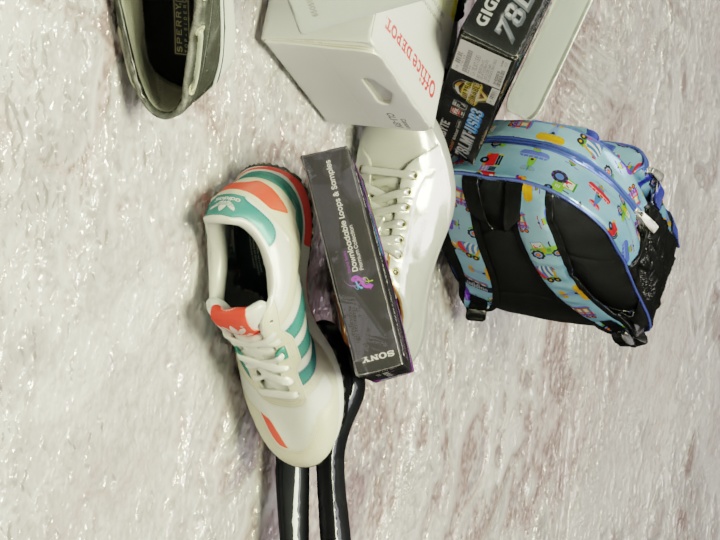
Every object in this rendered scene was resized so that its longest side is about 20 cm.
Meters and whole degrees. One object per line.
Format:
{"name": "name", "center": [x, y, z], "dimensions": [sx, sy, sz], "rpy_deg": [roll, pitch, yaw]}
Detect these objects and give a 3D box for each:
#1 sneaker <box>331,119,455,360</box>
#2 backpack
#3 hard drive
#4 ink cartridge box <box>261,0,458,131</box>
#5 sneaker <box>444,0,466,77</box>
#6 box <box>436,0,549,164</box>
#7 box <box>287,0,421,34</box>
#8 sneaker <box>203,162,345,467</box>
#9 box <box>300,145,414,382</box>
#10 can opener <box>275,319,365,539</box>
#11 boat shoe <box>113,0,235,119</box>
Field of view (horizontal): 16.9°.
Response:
{"name": "sneaker", "center": [0.021, -0.022, 1.717], "dimensions": [0.085, 0.073, 0.200], "rpy_deg": [-21, 115, -69]}
{"name": "backpack", "center": [0.141, -0.049, 1.873], "dimensions": [0.135, 0.182, 0.200], "rpy_deg": [-66, 148, -23]}
{"name": "hard drive", "center": [0.143, -0.174, 1.773], "dimensions": [0.200, 0.026, 0.132], "rpy_deg": [-56, 171, -85]}
{"name": "ink cartridge box", "center": [0.010, -0.213, 1.640], "dimensions": [0.145, 0.083, 0.200], "rpy_deg": [47, 50, -63]}
{"name": "sneaker", "center": [0.065, -0.229, 1.772], "dimensions": [0.076, 0.087, 0.200], "rpy_deg": [-43, 134, -62]}
{"name": "box", "center": [0.115, -0.200, 1.732], "dimensions": [0.200, 0.050, 0.199], "rpy_deg": [-64, 179, -19]}
{"name": "box", "center": [0.021, -0.286, 1.441], "dimensions": [0.200, 0.199, 0.172], "rpy_deg": [69, 8, -45]}
{"name": "sneaker", "center": [-0.065, 0.038, 1.527], "dimensions": [0.093, 0.070, 0.200], "rpy_deg": [-35, 121, -60]}
{"name": "box", "center": [0.000, 0.000, 1.584], "dimensions": [0.200, 0.036, 0.143], "rpy_deg": [34, 41, -85]}
{"name": "can opener", "center": [-0.033, 0.133, 1.621], "dimensions": [0.079, 0.063, 0.200], "rpy_deg": [10, 82, -67]}
{"name": "boat shoe", "center": [-0.109, -0.181, 1.367], "dimensions": [0.064, 0.071, 0.200], "rpy_deg": [-57, 146, -52]}
